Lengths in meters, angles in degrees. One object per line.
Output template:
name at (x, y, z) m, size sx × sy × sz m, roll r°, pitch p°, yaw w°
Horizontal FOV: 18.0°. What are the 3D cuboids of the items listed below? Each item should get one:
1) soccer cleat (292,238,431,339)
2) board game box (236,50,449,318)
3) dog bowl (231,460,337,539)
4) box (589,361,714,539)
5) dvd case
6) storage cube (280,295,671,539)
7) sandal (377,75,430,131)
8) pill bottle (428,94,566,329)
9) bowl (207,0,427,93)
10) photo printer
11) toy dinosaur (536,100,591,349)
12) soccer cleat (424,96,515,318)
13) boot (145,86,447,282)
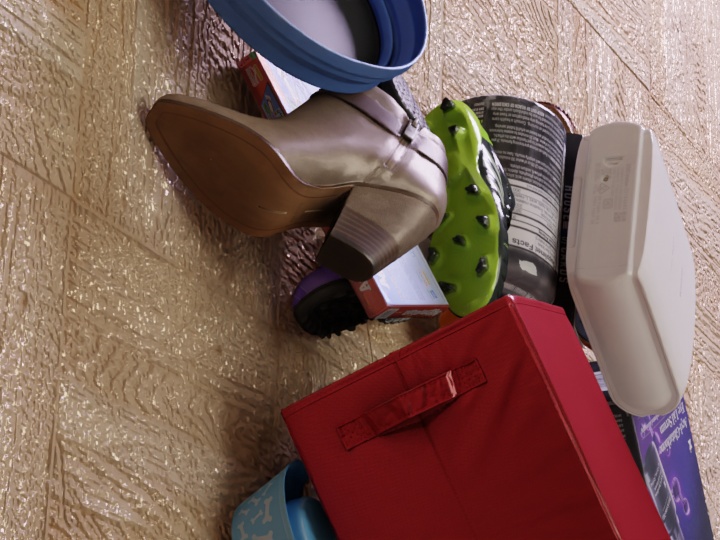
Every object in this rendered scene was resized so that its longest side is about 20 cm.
soccer cleat at (0.000, 0.000, 1.607) m, size 0.200 × 0.068 × 0.073 m, roll -7°, pitch 68°, yaw -62°
board game box at (-0.011, -0.058, 1.554) m, size 0.201 × 0.019 × 0.103 m, roll 63°, pitch 22°, yaw 14°
dog bowl at (-0.019, 0.198, 1.480) m, size 0.200 × 0.049 × 0.112 m, roll 37°, pitch 32°, yaw -55°
box at (0.223, 0.190, 1.944) m, size 0.148 × 0.104 × 0.201 m, roll -34°, pitch 112°, yaw -62°
dvd case at (0.152, 0.010, 1.853) m, size 0.151 × 0.025 × 0.201 m, roll 109°, pitch -11°, yaw -60°
storage cube at (0.078, 0.136, 1.472) m, size 0.181 × 0.170 × 0.200 m, roll 65°, pitch 13°, yaw 10°
sandal at (0.014, -0.115, 1.629) m, size 0.075 × 0.045 × 0.200 m, roll 63°, pitch -1°, yaw -9°
pill bottle at (0.103, -0.028, 1.764) m, size 0.106 × 0.106 × 0.201 m, roll 47°, pitch 42°, yaw -49°
bowl at (-0.042, -0.202, 1.505) m, size 0.200 × 0.039 × 0.201 m, roll 31°, pitch 36°, yaw -26°
photo printer at (0.221, 0.007, 1.813) m, size 0.200 × 0.069 × 0.167 m, roll 65°, pitch 28°, yaw -46°
toy dinosaur at (0.210, -0.021, 2.008) m, size 0.201 × 0.104 × 0.182 m, roll -105°, pitch -166°, yaw -45°
soccer cleat at (0.086, -0.040, 1.656) m, size 0.081 × 0.067 × 0.201 m, roll 38°, pitch 34°, yaw -40°
boot at (-0.032, -0.081, 1.476) m, size 0.200 × 0.070 × 0.146 m, roll 38°, pitch 41°, yaw -10°
